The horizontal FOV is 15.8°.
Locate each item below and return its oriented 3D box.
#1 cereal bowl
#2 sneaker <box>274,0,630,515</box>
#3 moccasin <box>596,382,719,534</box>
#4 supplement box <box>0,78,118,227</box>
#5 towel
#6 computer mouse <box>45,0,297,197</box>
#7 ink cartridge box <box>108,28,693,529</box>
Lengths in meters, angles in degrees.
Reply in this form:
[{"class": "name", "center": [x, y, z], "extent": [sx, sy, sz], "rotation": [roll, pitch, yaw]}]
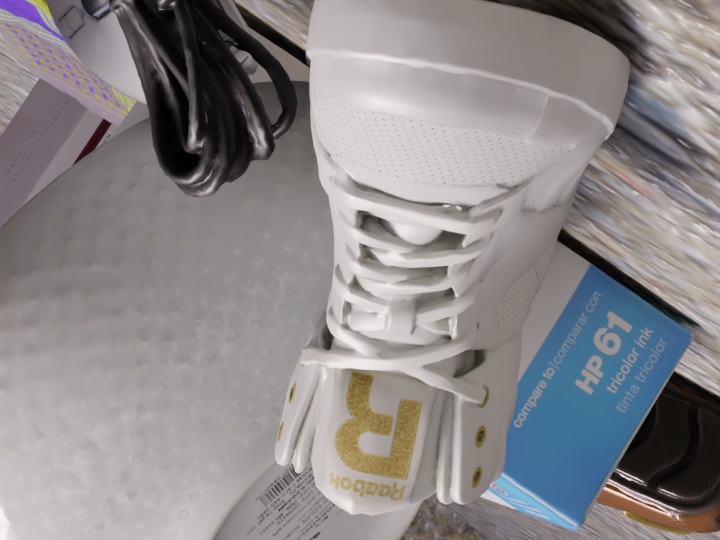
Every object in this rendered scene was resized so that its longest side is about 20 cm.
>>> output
[{"class": "cereal bowl", "center": [-0.038, 0.049, 0.755], "extent": [0.083, 0.200, 0.200], "rotation": [44, -179, 31]}, {"class": "sneaker", "center": [0.018, 0.003, 0.620], "extent": [0.073, 0.116, 0.200], "rotation": [12, 174, 9]}, {"class": "moccasin", "center": [0.069, 0.047, 1.060], "extent": [0.201, 0.074, 0.078], "rotation": [22, 163, 16]}, {"class": "supplement box", "center": [-0.107, -0.009, 1.334], "extent": [0.200, 0.109, 0.061], "rotation": [39, 173, -38]}, {"class": "towel", "center": [-0.127, -0.098, 1.121], "extent": [0.143, 0.023, 0.200], "rotation": [32, 175, 19]}, {"class": "computer mouse", "center": [-0.058, -0.070, 0.657], "extent": [0.110, 0.044, 0.200], "rotation": [58, 179, -3]}, {"class": "ink cartridge box", "center": [0.000, 0.000, 0.928], "extent": [0.200, 0.085, 0.145], "rotation": [33, 174, -10]}]
